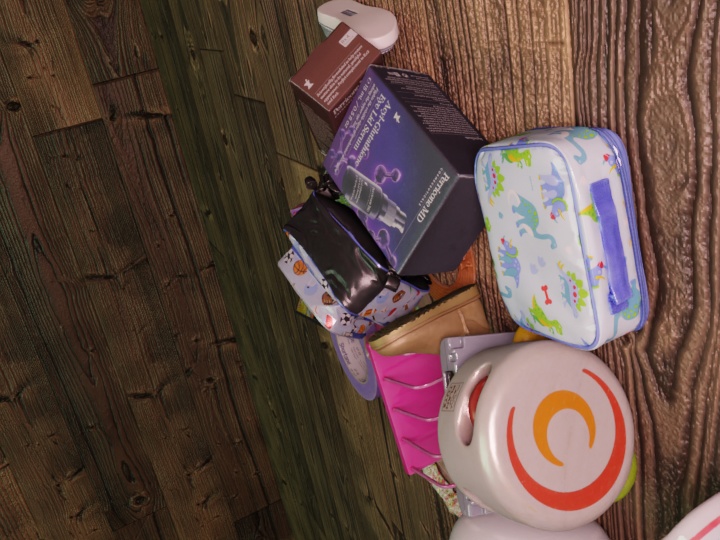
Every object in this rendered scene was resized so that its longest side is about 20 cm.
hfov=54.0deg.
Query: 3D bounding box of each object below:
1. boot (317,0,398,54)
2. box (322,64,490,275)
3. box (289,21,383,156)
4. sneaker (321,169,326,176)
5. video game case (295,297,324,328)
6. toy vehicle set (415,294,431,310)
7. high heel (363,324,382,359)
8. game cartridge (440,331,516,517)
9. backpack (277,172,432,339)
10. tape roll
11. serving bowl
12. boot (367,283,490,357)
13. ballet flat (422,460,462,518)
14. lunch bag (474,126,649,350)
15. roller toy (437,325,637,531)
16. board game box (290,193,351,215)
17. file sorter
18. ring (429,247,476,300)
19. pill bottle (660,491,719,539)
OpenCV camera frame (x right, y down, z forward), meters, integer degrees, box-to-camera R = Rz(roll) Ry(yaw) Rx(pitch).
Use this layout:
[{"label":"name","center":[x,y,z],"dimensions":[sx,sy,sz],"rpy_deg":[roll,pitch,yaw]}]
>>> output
[{"label":"boot","center":[0.003,-0.302,0.957],"dimensions":[0.201,0.072,0.092],"rpy_deg":[-125,15,-53]},{"label":"box","center":[0.063,-0.118,0.831],"dimensions":[0.201,0.103,0.149],"rpy_deg":[56,132,32]},{"label":"box","center":[-0.017,-0.215,0.923],"dimensions":[0.075,0.100,0.200],"rpy_deg":[39,174,17]},{"label":"sneaker","center":[-0.034,-0.152,1.158],"dimensions":[0.079,0.084,0.200],"rpy_deg":[69,161,3]},{"label":"video game case","center":[-0.054,-0.003,1.280],"dimensions":[0.180,0.025,0.204],"rpy_deg":[14,87,67]},{"label":"toy vehicle set","center":[0.107,0.133,1.136],"dimensions":[0.203,0.026,0.124],"rpy_deg":[69,161,4]},{"label":"high heel","center":[0.040,0.040,1.144],"dimensions":[0.095,0.067,0.204],"rpy_deg":[-28,65,41]},{"label":"game cartridge","center":[0.166,0.177,0.840],"dimensions":[0.041,0.131,0.204],"rpy_deg":[-20,74,58]},{"label":"backpack","center":[0.000,0.000,0.930],"dimensions":[0.154,0.189,0.201],"rpy_deg":[-47,59,19]},{"label":"tape roll","center":[0.017,0.127,1.289],"dimensions":[0.201,0.084,0.202],"rpy_deg":[54,156,39]},{"label":"serving bowl","center":[0.202,0.312,0.838],"dimensions":[0.200,0.196,0.067],"rpy_deg":[-178,90,-69]},{"label":"boot","center":[0.120,0.139,0.877],"dimensions":[0.203,0.173,0.066],"rpy_deg":[67,160,-1]},{"label":"ballet flat","center":[0.161,0.348,1.140],"dimensions":[0.199,0.074,0.065],"rpy_deg":[34,124,54]},{"label":"lunch bag","center":[0.192,-0.033,0.674],"dimensions":[0.160,0.081,0.204],"rpy_deg":[16,124,67]},{"label":"roller toy","center":[0.178,0.168,0.750],"dimensions":[0.203,0.180,0.140],"rpy_deg":[69,161,2]},{"label":"board game box","center":[-0.032,-0.062,1.126],"dimensions":[0.199,0.032,0.121],"rpy_deg":[-5,121,58]},{"label":"file sorter","center":[0.119,0.177,0.986],"dimensions":[0.125,0.137,0.204],"rpy_deg":[0,109,67]},{"label":"ring","center":[0.101,-0.039,1.004],"dimensions":[0.201,0.019,0.203],"rpy_deg":[52,153,40]},{"label":"pill bottle","center":[0.335,0.280,0.550],"dimensions":[0.201,0.107,0.110],"rpy_deg":[55,156,37]}]
